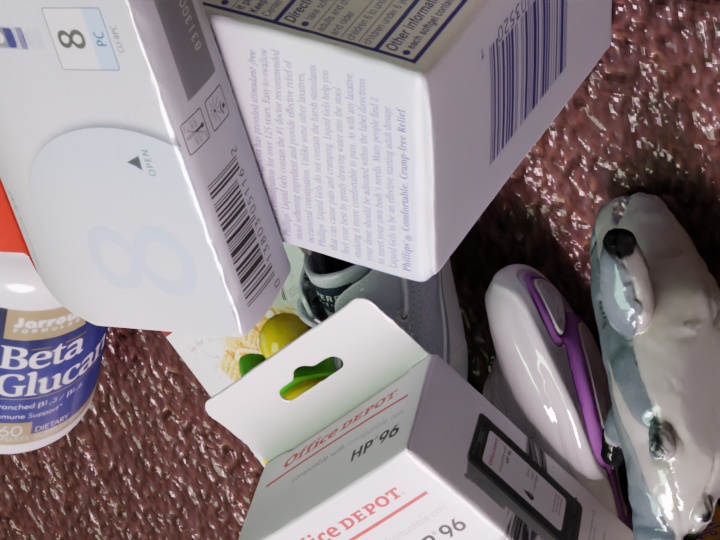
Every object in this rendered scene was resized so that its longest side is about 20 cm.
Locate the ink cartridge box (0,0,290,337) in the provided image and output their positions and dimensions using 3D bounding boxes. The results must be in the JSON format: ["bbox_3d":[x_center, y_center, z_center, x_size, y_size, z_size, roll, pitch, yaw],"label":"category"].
[{"bbox_3d":[-0.138,-0.056,1.059,0.199,0.047,0.161,2,127,30],"label":"ink cartridge box"}]

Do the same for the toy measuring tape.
[{"bbox_3d":[-0.006,0.109,1.334,0.073,0.073,0.201,7,121,44],"label":"toy measuring tape"}]

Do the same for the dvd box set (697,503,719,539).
[{"bbox_3d":[0.175,0.187,1.193,0.200,0.029,0.147,-111,2,-74],"label":"dvd box set"}]

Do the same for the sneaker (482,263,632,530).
[{"bbox_3d":[0.072,0.092,1.271,0.099,0.075,0.201,-8,118,11],"label":"sneaker"}]

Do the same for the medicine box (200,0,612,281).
[{"bbox_3d":[-0.022,-0.110,1.106,0.199,0.182,0.103,16,133,22],"label":"medicine box"}]

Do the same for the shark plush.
[{"bbox_3d":[0.132,0.065,1.165,0.083,0.090,0.201,-13,85,59],"label":"shark plush"}]

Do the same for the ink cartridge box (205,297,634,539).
[{"bbox_3d":[0.028,0.117,1.221,0.200,0.068,0.116,42,126,-19],"label":"ink cartridge box"}]

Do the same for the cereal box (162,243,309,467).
[{"bbox_3d":[-0.021,0.050,1.394,0.200,0.039,0.144,52,143,1],"label":"cereal box"}]

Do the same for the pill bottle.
[{"bbox_3d":[-0.184,-0.002,1.469,0.111,0.111,0.201,38,142,18],"label":"pill bottle"}]

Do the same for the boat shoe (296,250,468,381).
[{"bbox_3d":[0.001,0.000,1.242,0.070,0.071,0.202,5,99,44],"label":"boat shoe"}]
